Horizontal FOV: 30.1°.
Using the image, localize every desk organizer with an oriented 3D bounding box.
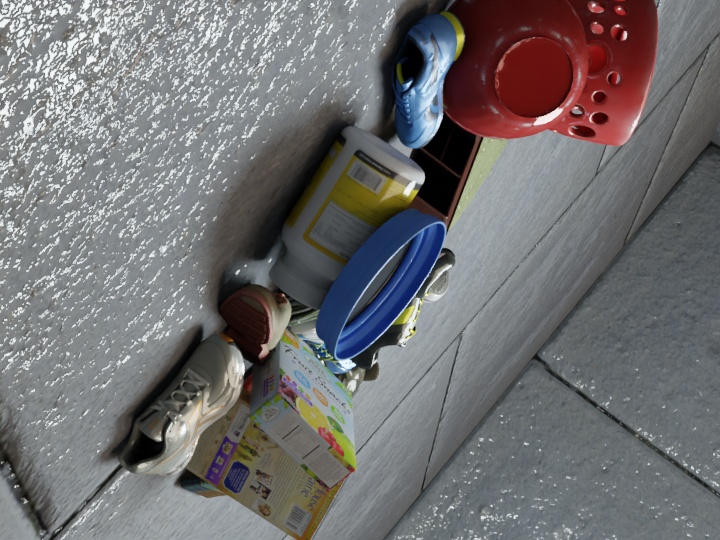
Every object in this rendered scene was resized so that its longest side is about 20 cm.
[{"bbox_3d":[0.107,-0.153,1.690,0.077,0.072,0.200,91,18,-58],"label":"desk organizer"}]

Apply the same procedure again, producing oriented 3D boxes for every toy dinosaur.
[{"bbox_3d":[-0.037,0.176,2.029,0.200,0.077,0.102,-49,138,-14],"label":"toy dinosaur"}]

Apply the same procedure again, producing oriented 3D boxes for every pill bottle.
[{"bbox_3d":[-0.021,-0.058,1.549,0.200,0.112,0.112,-57,164,11],"label":"pill bottle"}]

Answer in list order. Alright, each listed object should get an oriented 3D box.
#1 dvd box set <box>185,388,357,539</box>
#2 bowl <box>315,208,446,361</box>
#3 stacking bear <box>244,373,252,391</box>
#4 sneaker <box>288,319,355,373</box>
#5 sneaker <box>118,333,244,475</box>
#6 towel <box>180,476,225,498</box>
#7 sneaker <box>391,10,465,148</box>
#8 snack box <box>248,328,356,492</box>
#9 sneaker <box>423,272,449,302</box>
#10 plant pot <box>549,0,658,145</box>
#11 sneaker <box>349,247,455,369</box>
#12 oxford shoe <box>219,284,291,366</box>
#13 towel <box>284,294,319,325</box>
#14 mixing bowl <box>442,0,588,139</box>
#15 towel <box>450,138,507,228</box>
[{"bbox_3d":[-0.120,0.251,1.747,0.146,0.200,0.029,-63,171,27],"label":"dvd box set"},{"bbox_3d":[0.022,0.014,1.543,0.201,0.039,0.201,-46,163,-19],"label":"bowl"},{"bbox_3d":[-0.119,0.216,1.863,0.114,0.121,0.200,-48,172,-35],"label":"stacking bear"},{"bbox_3d":[-0.036,0.095,1.822,0.200,0.076,0.105,-18,102,-66],"label":"sneaker"},{"bbox_3d":[-0.208,0.162,1.550,0.200,0.076,0.092,-59,159,14],"label":"sneaker"},{"bbox_3d":[-0.138,0.289,1.876,0.200,0.022,0.147,-10,163,5],"label":"towel"},{"bbox_3d":[0.060,-0.215,1.562,0.078,0.066,0.200,-29,153,-31],"label":"sneaker"},{"bbox_3d":[-0.071,0.166,1.664,0.053,0.142,0.200,-39,-161,13],"label":"snack box"},{"bbox_3d":[0.056,0.010,1.841,0.114,0.073,0.200,-50,-156,19],"label":"sneaker"},{"bbox_3d":[0.271,-0.274,1.740,0.200,0.182,0.200,-170,-90,-88],"label":"plant pot"},{"bbox_3d":[0.051,0.048,1.715,0.200,0.085,0.074,-39,180,16],"label":"sneaker"},{"bbox_3d":[-0.119,0.047,1.583,0.075,0.070,0.200,-52,175,-20],"label":"oxford shoe"},{"bbox_3d":[0.000,0.000,1.715,0.171,0.048,0.200,-26,-174,41],"label":"towel"},{"bbox_3d":[0.189,-0.239,1.573,0.200,0.200,0.108,-57,-160,11],"label":"mixing bowl"},{"bbox_3d":[0.146,-0.135,2.011,0.200,0.036,0.148,-57,163,13],"label":"towel"}]
